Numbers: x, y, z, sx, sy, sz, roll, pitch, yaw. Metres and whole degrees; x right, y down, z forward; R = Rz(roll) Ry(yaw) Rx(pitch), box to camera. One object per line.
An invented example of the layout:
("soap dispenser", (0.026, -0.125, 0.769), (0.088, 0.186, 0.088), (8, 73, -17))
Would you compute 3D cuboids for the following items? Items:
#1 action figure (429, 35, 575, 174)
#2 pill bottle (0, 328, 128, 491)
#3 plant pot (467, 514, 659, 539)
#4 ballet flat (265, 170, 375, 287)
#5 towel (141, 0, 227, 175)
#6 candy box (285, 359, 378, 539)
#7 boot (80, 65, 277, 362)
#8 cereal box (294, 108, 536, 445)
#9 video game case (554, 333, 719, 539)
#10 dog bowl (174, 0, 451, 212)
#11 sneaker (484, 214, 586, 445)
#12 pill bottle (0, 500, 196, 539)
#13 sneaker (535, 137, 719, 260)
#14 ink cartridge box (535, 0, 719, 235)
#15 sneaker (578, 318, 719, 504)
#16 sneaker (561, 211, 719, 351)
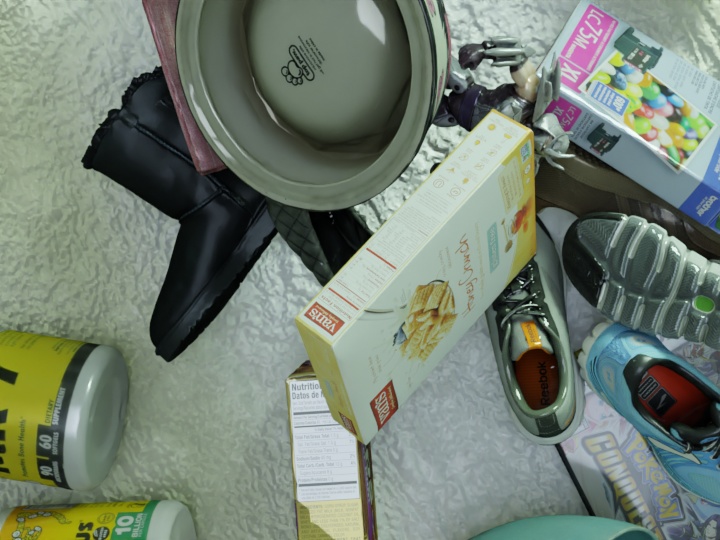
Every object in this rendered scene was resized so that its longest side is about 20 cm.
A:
("action figure", (0.068, -0.124, 0.758), (0.198, 0.069, 0.132), (30, 126, 20))
("pill bottle", (-0.295, 0.103, 0.832), (0.196, 0.114, 0.117), (8, 92, 5))
("plant pot", (0.125, 0.270, 0.781), (0.133, 0.198, 0.204), (11, 93, 41))
("ballet flat", (0.000, 0.000, 0.811), (0.200, 0.057, 0.067), (45, 80, -21))
("towel", (-0.056, -0.169, 0.817), (0.197, 0.023, 0.146), (-18, 87, -17))
("candy box", (-0.018, 0.174, 0.810), (0.055, 0.117, 0.204), (-3, 91, 4))
("boot", (-0.151, -0.052, 0.836), (0.162, 0.073, 0.199), (37, 87, 0))
("cereal box", (0.046, 0.008, 0.706), (0.039, 0.145, 0.200), (33, 69, 27))
("video game case", (0.253, 0.136, 0.831), (0.179, 0.025, 0.202), (-27, 89, 5))
("dog bowl", (-0.026, -0.148, 0.710), (0.197, 0.074, 0.204), (12, 116, 24))
("sneaker", (0.128, 0.029, 0.802), (0.073, 0.079, 0.204), (-16, 74, 10))
("pill bottle", (-0.237, 0.243, 0.831), (0.196, 0.113, 0.115), (-3, 92, 5))
("sneaker", (0.226, -0.047, 0.815), (0.197, 0.071, 0.076), (24, 136, -6))
("ink cartridge box", (0.226, -0.114, 0.787), (0.199, 0.042, 0.120), (34, 51, 1))
("sneaker", (0.246, 0.120, 0.767), (0.199, 0.090, 0.079), (37, 94, -11))
("sneaker", (0.249, 0.021, 0.775), (0.198, 0.115, 0.076), (29, 101, 30))
